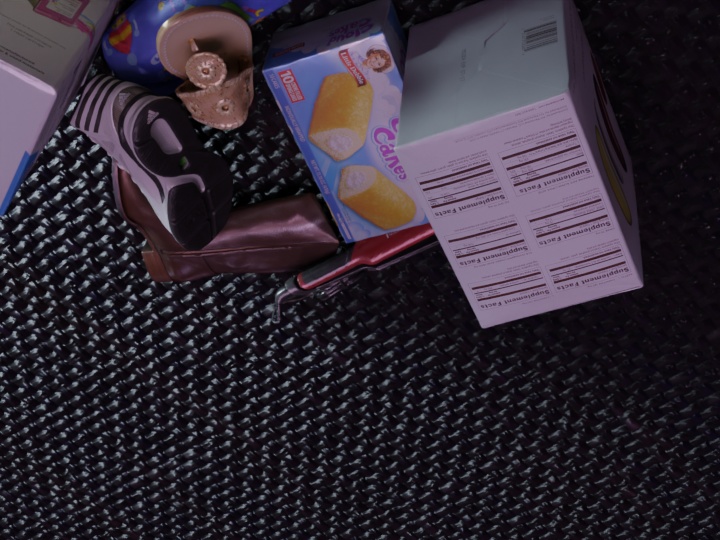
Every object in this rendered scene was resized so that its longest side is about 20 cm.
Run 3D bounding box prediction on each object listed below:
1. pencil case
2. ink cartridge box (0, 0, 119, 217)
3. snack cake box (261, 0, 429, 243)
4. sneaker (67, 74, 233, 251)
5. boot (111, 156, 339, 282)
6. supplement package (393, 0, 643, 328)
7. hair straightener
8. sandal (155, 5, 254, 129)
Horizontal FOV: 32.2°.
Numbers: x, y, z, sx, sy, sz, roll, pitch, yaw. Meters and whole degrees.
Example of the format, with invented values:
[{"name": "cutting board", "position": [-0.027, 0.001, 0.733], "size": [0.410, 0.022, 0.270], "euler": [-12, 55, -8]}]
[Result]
[{"name": "pencil case", "position": [-0.128, -0.222, 1.052], "size": [0.200, 0.078, 0.087], "euler": [-32, 134, 28]}, {"name": "ink cartridge box", "position": [-0.280, -0.167, 1.040], "size": [0.084, 0.200, 0.145], "euler": [28, 127, -11]}, {"name": "snack cake box", "position": [0.006, -0.130, 1.119], "size": [0.114, 0.067, 0.201], "euler": [-13, 127, 18]}, {"name": "sneaker", "position": [-0.186, -0.105, 1.103], "size": [0.115, 0.076, 0.201], "euler": [33, 160, 29]}, {"name": "boot", "position": [-0.123, -0.062, 1.194], "size": [0.199, 0.064, 0.187], "euler": [-3, 139, 12]}, {"name": "supplement package", "position": [0.137, -0.099, 1.047], "size": [0.146, 0.192, 0.201], "euler": [-15, 127, 20]}, {"name": "hair straightener", "position": [0.000, 0.000, 1.220], "size": [0.199, 0.041, 0.077], "euler": [-32, 160, 8]}, {"name": "sandal", "position": [-0.113, -0.149, 1.044], "size": [0.077, 0.070, 0.212], "euler": [-25, 169, -4]}]
